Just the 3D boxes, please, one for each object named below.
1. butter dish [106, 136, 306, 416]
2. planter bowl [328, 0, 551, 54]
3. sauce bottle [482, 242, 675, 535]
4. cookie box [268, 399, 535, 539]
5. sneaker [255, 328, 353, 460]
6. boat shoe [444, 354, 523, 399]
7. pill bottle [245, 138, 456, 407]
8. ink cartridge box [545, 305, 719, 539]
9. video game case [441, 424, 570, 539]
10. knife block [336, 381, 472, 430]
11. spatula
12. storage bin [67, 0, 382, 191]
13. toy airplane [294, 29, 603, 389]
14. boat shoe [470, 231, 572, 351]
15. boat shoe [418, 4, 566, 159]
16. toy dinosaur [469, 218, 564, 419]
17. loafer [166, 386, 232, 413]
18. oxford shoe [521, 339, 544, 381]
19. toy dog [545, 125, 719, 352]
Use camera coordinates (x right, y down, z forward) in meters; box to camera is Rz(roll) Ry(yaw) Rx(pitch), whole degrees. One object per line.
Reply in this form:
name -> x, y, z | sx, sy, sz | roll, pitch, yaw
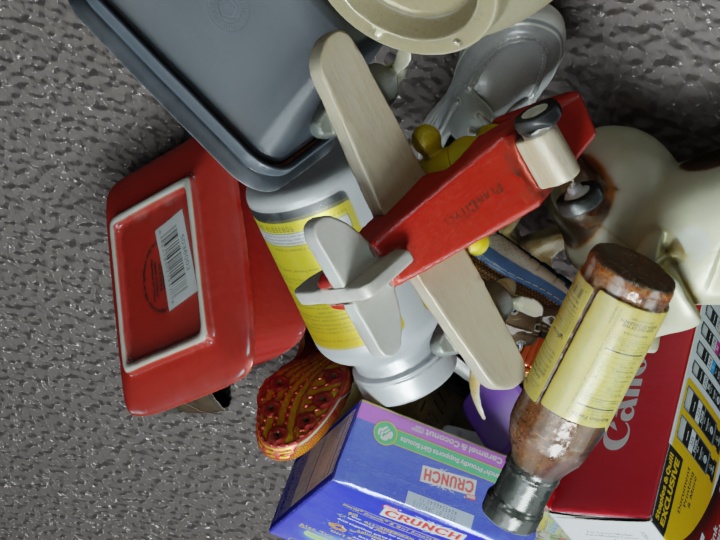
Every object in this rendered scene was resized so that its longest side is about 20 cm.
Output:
butter dish -> -0.103, 0.006, 1.467 | 0.147, 0.201, 0.199 | 2, 164, -36
planter bowl -> 0.049, -0.217, 1.099 | 0.199, 0.135, 0.201 | 16, 143, 13
sauce bottle -> 0.136, 0.080, 1.188 | 0.066, 0.066, 0.201 | 26, 113, 1
cookie box -> 0.037, 0.190, 1.478 | 0.171, 0.075, 0.200 | 23, 155, -10
sneaker -> -0.032, 0.094, 1.477 | 0.073, 0.200, 0.077 | 6, 125, 16
boat shoe -> 0.144, 0.123, 1.517 | 0.200, 0.066, 0.070 | 43, 141, -20
pill bottle -> 0.000, 0.000, 1.385 | 0.112, 0.112, 0.201 | -6, 119, 37
ink cartridge box -> 0.209, 0.109, 1.320 | 0.084, 0.201, 0.176 | 0, 148, 33
video game case -> 0.128, 0.193, 1.559 | 0.181, 0.023, 0.200 | 15, 153, -9
knife block -> 0.002, 0.121, 1.606 | 0.175, 0.064, 0.200 | -3, 135, 34
spatula -> 0.067, 0.063, 1.462 | 0.200, 0.021, 0.057 | 48, 115, 17
storage bin -> -0.067, -0.180, 1.219 | 0.200, 0.146, 0.134 | 47, 128, 3
toy airplane -> 0.040, -0.035, 1.159 | 0.198, 0.201, 0.141 | 12, -175, -22
boat shoe -> 0.102, 0.021, 1.267 | 0.200, 0.072, 0.072 | 37, -174, 8
boat shoe -> 0.085, -0.107, 1.251 | 0.072, 0.069, 0.200 | 13, 149, -19
toy dinosaur -> 0.103, 0.014, 1.362 | 0.101, 0.058, 0.200 | 44, 117, 25
loafer -> -0.142, 0.062, 1.631 | 0.071, 0.073, 0.200 | 10, 147, 5
oxford shoe -> 0.144, 0.071, 1.454 | 0.200, 0.071, 0.073 | 34, 154, -4
toy dog -> 0.220, -0.034, 1.218 | 0.199, 0.140, 0.195 | 12, 123, 21
